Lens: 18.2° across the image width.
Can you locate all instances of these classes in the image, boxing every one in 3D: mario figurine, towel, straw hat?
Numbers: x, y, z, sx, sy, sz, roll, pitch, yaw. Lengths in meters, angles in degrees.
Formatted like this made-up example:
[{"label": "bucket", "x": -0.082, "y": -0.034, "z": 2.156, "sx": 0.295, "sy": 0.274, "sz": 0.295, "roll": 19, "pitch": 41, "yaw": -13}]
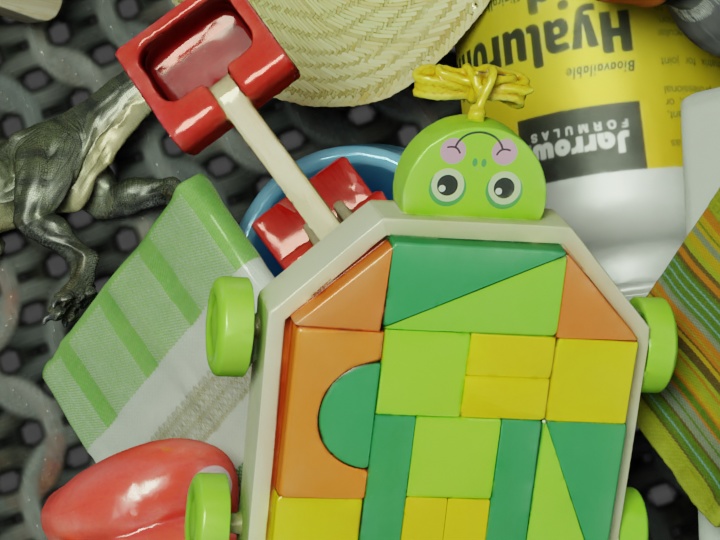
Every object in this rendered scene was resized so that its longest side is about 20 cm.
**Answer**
[{"label": "mario figurine", "x": -0.079, "y": 0.160, "z": 0.821, "sx": 0.106, "sy": 0.123, "sz": 0.201, "roll": 14, "pitch": 98, "yaw": -8}, {"label": "towel", "x": 0.148, "y": -0.016, "z": 0.729, "sx": 0.086, "sy": 0.018, "sz": 0.200, "roll": 51, "pitch": 123, "yaw": 39}, {"label": "towel", "x": -0.035, "y": 0.079, "z": 0.852, "sx": 0.031, "sy": 0.149, "sz": 0.200, "roll": -22, "pitch": 74, "yaw": -43}, {"label": "straw hat", "x": -0.037, "y": -0.163, "z": 0.844, "sx": 0.200, "sy": 0.085, "sz": 0.202, "roll": -3, "pitch": 85, "yaw": 38}]

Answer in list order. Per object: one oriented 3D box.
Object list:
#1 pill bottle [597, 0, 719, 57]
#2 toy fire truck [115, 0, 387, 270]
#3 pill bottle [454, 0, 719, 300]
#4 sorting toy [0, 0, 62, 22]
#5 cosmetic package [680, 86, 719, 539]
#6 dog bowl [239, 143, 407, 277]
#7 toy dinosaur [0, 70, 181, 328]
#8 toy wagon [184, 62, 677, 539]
[{"label": "pill bottle", "x": 0.174, "y": -0.123, "z": 0.782, "sx": 0.199, "sy": 0.106, "sz": 0.107, "roll": 2, "pitch": 81, "yaw": -16}, {"label": "toy fire truck", "x": 0.000, "y": 0.000, "z": 0.793, "sx": 0.049, "sy": 0.141, "sz": 0.200, "roll": -36, "pitch": 79, "yaw": 0}, {"label": "pill bottle", "x": 0.094, "y": -0.059, "z": 0.858, "sx": 0.111, "sy": 0.111, "sz": 0.201, "roll": -7, "pitch": 81, "yaw": 5}, {"label": "sorting toy", "x": -0.171, "y": -0.218, "z": 0.856, "sx": 0.069, "sy": 0.200, "sz": 0.200, "roll": 5, "pitch": 82, "yaw": 51}, {"label": "cosmetic package", "x": 0.226, "y": 0.030, "z": 0.772, "sx": 0.165, "sy": 0.164, "sz": 0.201, "roll": -11, "pitch": 78, "yaw": 48}, {"label": "dog bowl", "x": 0.015, "y": 0.040, "z": 0.882, "sx": 0.111, "sy": 0.050, "sz": 0.201, "roll": -22, "pitch": 80, "yaw": 2}, {"label": "toy dinosaur", "x": -0.114, "y": -0.031, "z": 0.912, "sx": 0.200, "sy": 0.047, "sz": 0.088, "roll": -35, "pitch": 73, "yaw": -3}, {"label": "toy wagon", "x": 0.026, "y": 0.033, "z": 0.732, "sx": 0.155, "sy": 0.040, "sz": 0.201, "roll": 3, "pitch": 108, "yaw": -13}]
